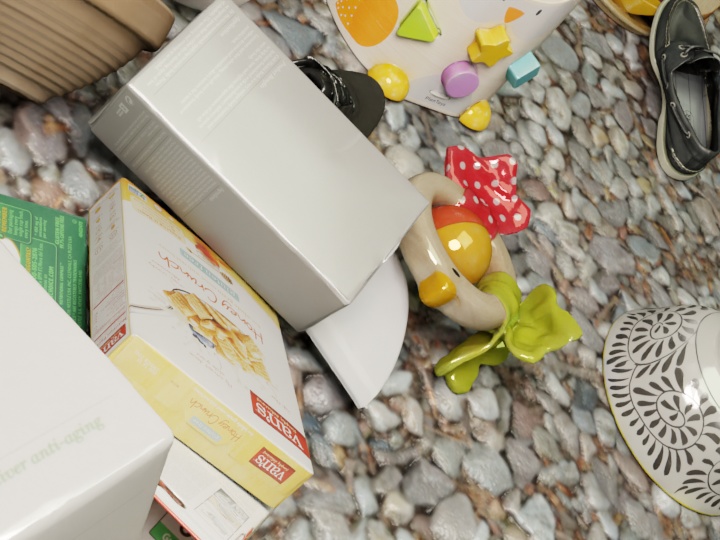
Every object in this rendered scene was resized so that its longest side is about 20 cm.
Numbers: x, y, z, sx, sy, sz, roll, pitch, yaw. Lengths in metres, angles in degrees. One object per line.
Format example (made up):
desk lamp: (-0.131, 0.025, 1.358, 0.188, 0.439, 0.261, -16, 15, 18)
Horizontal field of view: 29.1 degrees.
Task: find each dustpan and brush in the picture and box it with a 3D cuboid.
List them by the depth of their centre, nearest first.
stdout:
dustpan and brush: (0.000, 0.000, 1.038, 0.140, 0.057, 0.200, 56, 47, -12)

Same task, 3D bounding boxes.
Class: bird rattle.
bird rattle: (0.086, -0.018, 1.055, 0.163, 0.112, 0.201, 25, 51, -50)

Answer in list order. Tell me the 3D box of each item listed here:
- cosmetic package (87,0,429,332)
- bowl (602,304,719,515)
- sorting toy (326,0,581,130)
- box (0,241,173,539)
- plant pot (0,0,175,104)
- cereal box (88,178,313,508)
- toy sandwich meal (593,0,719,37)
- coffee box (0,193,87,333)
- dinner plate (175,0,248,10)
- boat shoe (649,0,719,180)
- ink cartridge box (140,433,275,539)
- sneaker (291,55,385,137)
cosmetic package: (-0.065, -0.068, 0.913, 0.200, 0.090, 0.107, 48, 58, -10)
bowl: (0.315, 0.104, 1.214, 0.200, 0.094, 0.201, 22, 51, -29)
sorting toy: (0.106, -0.220, 1.176, 0.199, 0.180, 0.107, 14, 54, -35)
box: (-0.228, 0.096, 0.614, 0.200, 0.172, 0.199, 43, 48, 20)
plant pot: (-0.226, -0.168, 0.875, 0.200, 0.201, 0.093, 27, 88, -27)
cereal box: (-0.101, 0.038, 0.844, 0.144, 0.040, 0.200, 41, 14, -28)
toy sandwich meal: (0.311, -0.338, 1.524, 0.205, 0.070, 0.206, 23, 50, -30)
coffee box: (-0.256, 0.002, 0.802, 0.200, 0.044, 0.123, 16, 53, -35)
dinner plate: (-0.138, -0.275, 0.982, 0.024, 0.200, 0.200, -37, 90, -39)
boat shoe: (0.341, -0.196, 1.420, 0.074, 0.066, 0.200, 13, 73, -20)
ink cartridge box: (-0.111, 0.119, 0.755, 0.109, 0.050, 0.200, 44, 2, 4)
sneaker: (-0.039, -0.123, 1.049, 0.200, 0.091, 0.076, -24, 78, -49)
